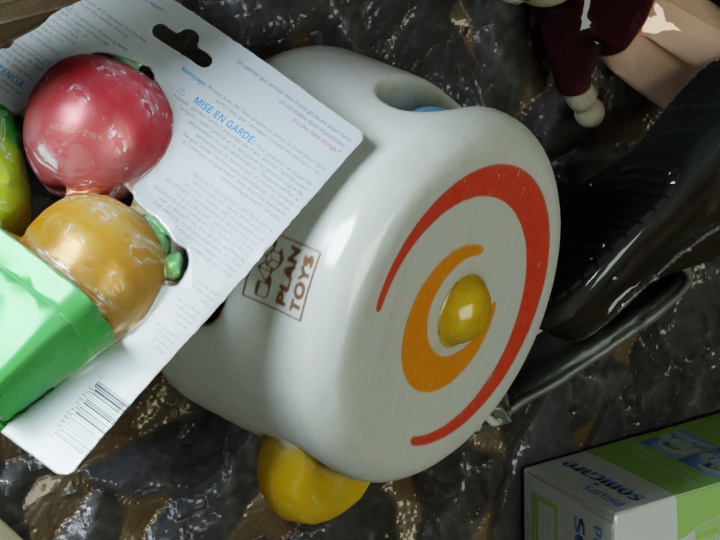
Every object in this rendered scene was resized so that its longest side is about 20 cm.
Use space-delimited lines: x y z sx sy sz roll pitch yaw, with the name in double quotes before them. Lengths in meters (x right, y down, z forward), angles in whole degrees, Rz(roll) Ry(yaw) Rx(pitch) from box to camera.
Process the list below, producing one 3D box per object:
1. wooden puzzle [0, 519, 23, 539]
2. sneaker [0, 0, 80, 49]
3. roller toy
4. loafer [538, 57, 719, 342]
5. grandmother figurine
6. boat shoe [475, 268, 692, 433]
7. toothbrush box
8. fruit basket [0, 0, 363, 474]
"wooden puzzle" -0.211 0.204 1.323 0.185 0.037 0.200 -50 121 -12
"sneaker" -0.188 -0.109 1.193 0.200 0.071 0.076 -12 139 3
"roller toy" 0.000 0.000 1.309 0.200 0.140 0.183 -46 142 -28
"loafer" 0.159 -0.026 1.407 0.200 0.073 0.071 -43 118 -22
"grandmother figurine" 0.136 -0.133 1.443 0.200 0.061 0.121 23 82 -40
"boat shoe" 0.085 0.037 1.441 0.200 0.057 0.067 -37 142 -20
"toothbrush box" 0.193 0.164 1.553 0.200 0.086 0.146 -14 112 -31
"fruit basket" -0.129 -0.033 1.235 0.200 0.185 0.094 -48 159 -18
